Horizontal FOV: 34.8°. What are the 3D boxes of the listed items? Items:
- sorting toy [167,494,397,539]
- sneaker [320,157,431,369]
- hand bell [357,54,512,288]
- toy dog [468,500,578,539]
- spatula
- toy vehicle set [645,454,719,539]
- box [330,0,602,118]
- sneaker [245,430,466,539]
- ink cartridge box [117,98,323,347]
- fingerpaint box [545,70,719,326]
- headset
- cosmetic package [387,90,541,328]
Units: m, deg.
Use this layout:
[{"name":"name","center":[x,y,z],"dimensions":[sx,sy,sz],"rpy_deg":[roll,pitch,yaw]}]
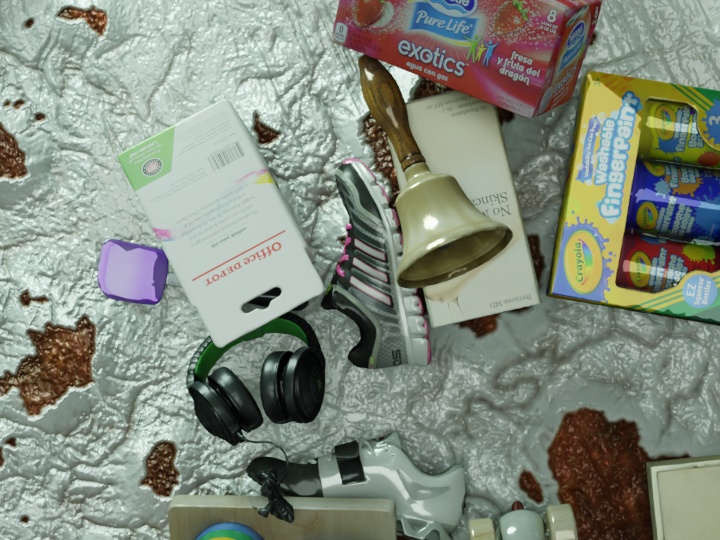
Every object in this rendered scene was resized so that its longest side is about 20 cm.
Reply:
[{"name":"sorting toy","center":[-0.068,0.301,1.000],"dimensions":[0.198,0.070,0.201],"rpy_deg":[0,112,5]},{"name":"sneaker","center":[0.000,0.000,1.037],"dimensions":[0.087,0.074,0.201],"rpy_deg":[-17,92,-2]},{"name":"hand bell","center":[0.041,-0.096,0.974],"dimensions":[0.104,0.104,0.200],"rpy_deg":[-24,72,4]},{"name":"toy dog","center":[0.146,0.287,1.021],"dimensions":[0.131,0.096,0.201],"rpy_deg":[13,104,3]},{"name":"spatula","center":[-0.147,0.014,1.077],"dimensions":[0.199,0.021,0.057],"rpy_deg":[10,88,5]},{"name":"toy vehicle set","center":[0.329,0.266,1.023],"dimensions":[0.124,0.027,0.201],"rpy_deg":[-6,88,5]},{"name":"box","center":[0.088,-0.212,0.973],"dimensions":[0.200,0.100,0.096],"rpy_deg":[25,117,21]},{"name":"sneaker","center":[-0.001,0.182,1.038],"dimensions":[0.199,0.074,0.089],"rpy_deg":[14,85,-2]},{"name":"ink cartridge box","center":[-0.120,-0.038,1.040],"dimensions":[0.117,0.067,0.200],"rpy_deg":[-28,79,-1]},{"name":"fingerpaint box","center":[0.263,-0.062,1.016],"dimensions":[0.166,0.073,0.201],"rpy_deg":[10,89,5]},{"name":"headset","center":[-0.085,0.121,1.007],"dimensions":[0.123,0.200,0.094],"rpy_deg":[-18,128,4]},{"name":"cosmetic package","center":[0.091,-0.056,1.033],"dimensions":[0.103,0.073,0.201],"rpy_deg":[-14,86,5]}]
